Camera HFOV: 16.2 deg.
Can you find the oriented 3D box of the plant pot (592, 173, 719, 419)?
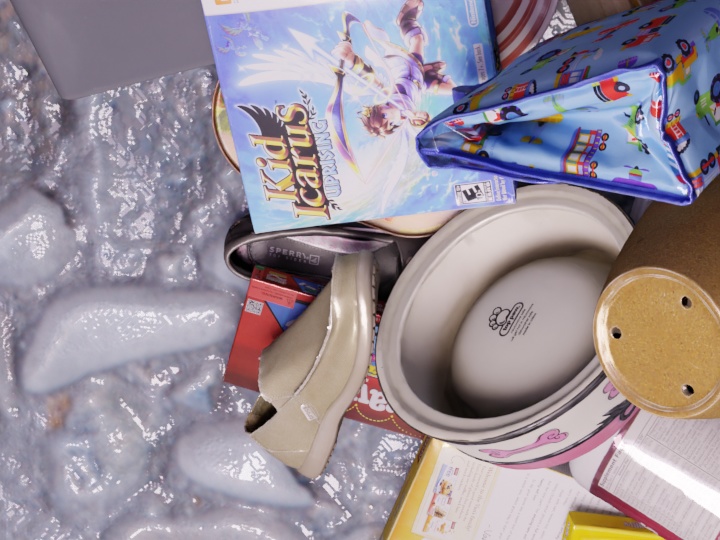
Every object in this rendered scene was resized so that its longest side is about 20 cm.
[{"bbox_3d":[0.228,0.014,1.521,0.186,0.200,0.187,15,117,32],"label":"plant pot"}]

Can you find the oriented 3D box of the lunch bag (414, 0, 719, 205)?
[{"bbox_3d":[0.137,-0.109,1.540,0.200,0.151,0.094,0,116,36],"label":"lunch bag"}]

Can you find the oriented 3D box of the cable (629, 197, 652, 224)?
[{"bbox_3d":[0.279,-0.016,1.700,0.200,0.069,0.200,20,113,4],"label":"cable"}]

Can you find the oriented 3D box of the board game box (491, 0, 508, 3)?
[{"bbox_3d":[0.015,-0.272,1.680,0.151,0.047,0.200,-4,108,13],"label":"board game box"}]

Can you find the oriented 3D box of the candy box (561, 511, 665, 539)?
[{"bbox_3d":[0.233,0.229,1.786,0.200,0.026,0.102,7,111,-9],"label":"candy box"}]

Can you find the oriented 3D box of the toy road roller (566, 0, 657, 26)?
[{"bbox_3d":[0.236,-0.205,1.633,0.200,0.146,0.123,-5,113,53],"label":"toy road roller"}]

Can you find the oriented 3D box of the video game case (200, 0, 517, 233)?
[{"bbox_3d":[0.001,-0.125,1.653,0.181,0.045,0.200,-6,124,9],"label":"video game case"}]

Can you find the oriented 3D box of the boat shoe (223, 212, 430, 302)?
[{"bbox_3d":[0.000,0.000,1.772,0.200,0.057,0.067,9,110,10],"label":"boat shoe"}]

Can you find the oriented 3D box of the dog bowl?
[{"bbox_3d":[0.113,0.043,1.669,0.200,0.200,0.074,-25,136,19],"label":"dog bowl"}]

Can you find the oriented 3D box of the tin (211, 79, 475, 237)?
[{"bbox_3d":[-0.004,-0.094,1.742,0.200,0.042,0.112,21,97,5],"label":"tin"}]

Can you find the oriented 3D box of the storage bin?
[{"bbox_3d":[-0.147,-0.199,1.701,0.200,0.146,0.135,-13,115,16],"label":"storage bin"}]

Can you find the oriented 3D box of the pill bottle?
[{"bbox_3d":[0.213,0.123,1.730,0.200,0.110,0.110,32,113,13],"label":"pill bottle"}]

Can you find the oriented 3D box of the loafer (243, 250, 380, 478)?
[{"bbox_3d":[-0.034,0.065,1.731,0.068,0.076,0.200,13,130,-7],"label":"loafer"}]

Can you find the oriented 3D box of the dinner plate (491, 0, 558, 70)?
[{"bbox_3d":[0.034,-0.206,1.656,0.200,0.024,0.201,5,116,10],"label":"dinner plate"}]

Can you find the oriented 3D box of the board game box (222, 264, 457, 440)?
[{"bbox_3d":[0.009,0.066,1.784,0.200,0.019,0.103,16,130,-2],"label":"board game box"}]

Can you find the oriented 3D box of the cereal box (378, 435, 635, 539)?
[{"bbox_3d":[0.121,0.197,1.809,0.200,0.040,0.144,21,113,-6],"label":"cereal box"}]
